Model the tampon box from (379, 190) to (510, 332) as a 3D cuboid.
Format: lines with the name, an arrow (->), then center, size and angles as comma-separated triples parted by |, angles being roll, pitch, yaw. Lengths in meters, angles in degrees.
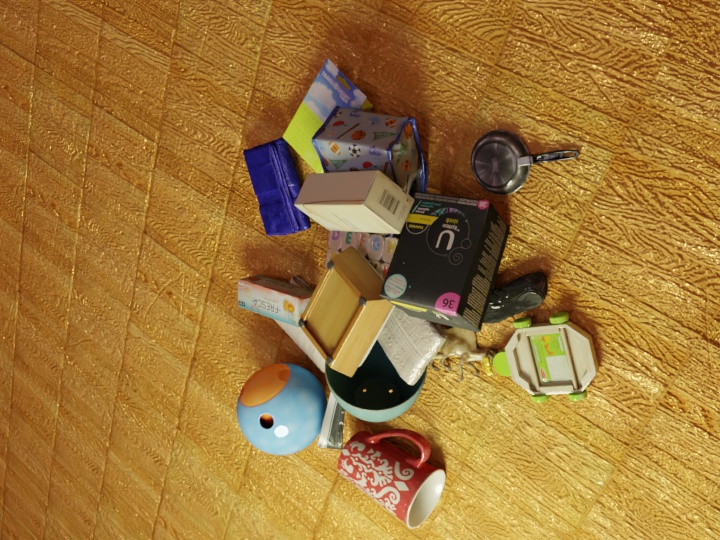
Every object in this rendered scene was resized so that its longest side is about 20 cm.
tampon box -> 0.150, -0.016, 1.281 | 0.150, 0.126, 0.200 | 11, 76, 32

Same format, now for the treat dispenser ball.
treat dispenser ball -> -0.173, 0.305, 1.633 | 0.201, 0.201, 0.201 | 12, 112, 33

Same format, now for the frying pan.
frying pan -> 0.269, -0.173, 1.264 | 0.190, 0.031, 0.115 | 24, 120, 31

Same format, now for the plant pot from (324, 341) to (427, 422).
plant pot -> 0.033, 0.225, 1.483 | 0.200, 0.200, 0.135 | 30, 149, 25

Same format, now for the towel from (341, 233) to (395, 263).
towel -> 0.000, 0.000, 1.460 | 0.147, 0.024, 0.200 | 28, 109, 49

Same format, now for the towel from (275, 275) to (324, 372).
towel -> -0.108, 0.123, 1.632 | 0.200, 0.034, 0.133 | 43, 125, 17

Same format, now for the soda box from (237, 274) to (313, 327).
soda box -> -0.181, 0.064, 1.609 | 0.200, 0.064, 0.068 | 15, 110, 40

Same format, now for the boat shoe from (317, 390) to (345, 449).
boat shoe -> -0.042, 0.286, 1.585 | 0.057, 0.069, 0.200 | 15, 77, 0

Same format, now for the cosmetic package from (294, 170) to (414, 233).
cosmetic package -> -0.014, -0.122, 1.315 | 0.200, 0.104, 0.073 | 4, 66, 51

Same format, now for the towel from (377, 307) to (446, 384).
towel -> 0.080, 0.101, 1.407 | 0.200, 0.034, 0.133 | 57, 131, 36

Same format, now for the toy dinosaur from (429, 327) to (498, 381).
toy dinosaur -> 0.176, 0.147, 1.431 | 0.200, 0.058, 0.101 | 28, 105, 17

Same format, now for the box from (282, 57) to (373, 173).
box -> -0.062, -0.300, 1.446 | 0.122, 0.048, 0.200 | 47, 127, 14

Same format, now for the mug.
mug -> 0.070, 0.414, 1.560 | 0.200, 0.133, 0.178 | 24, 84, 33

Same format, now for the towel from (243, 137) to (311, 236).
towel -> -0.184, -0.172, 1.565 | 0.148, 0.050, 0.200 | -6, 101, 48

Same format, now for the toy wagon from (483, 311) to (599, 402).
toy wagon -> 0.318, 0.158, 1.321 | 0.200, 0.040, 0.155 | -10, 99, 34

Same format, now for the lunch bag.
lunch bag -> 0.027, -0.193, 1.366 | 0.170, 0.124, 0.200 | 16, 146, 30

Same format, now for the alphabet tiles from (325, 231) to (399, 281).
alphabet tiles -> 0.003, -0.027, 1.428 | 0.200, 0.015, 0.196 | 16, 99, 46

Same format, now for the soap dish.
soap dish -> -0.029, 0.079, 1.394 | 0.157, 0.081, 0.200 | 49, 124, 35

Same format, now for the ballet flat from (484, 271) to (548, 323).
ballet flat -> 0.257, 0.053, 1.343 | 0.200, 0.057, 0.066 | -20, 121, 43
